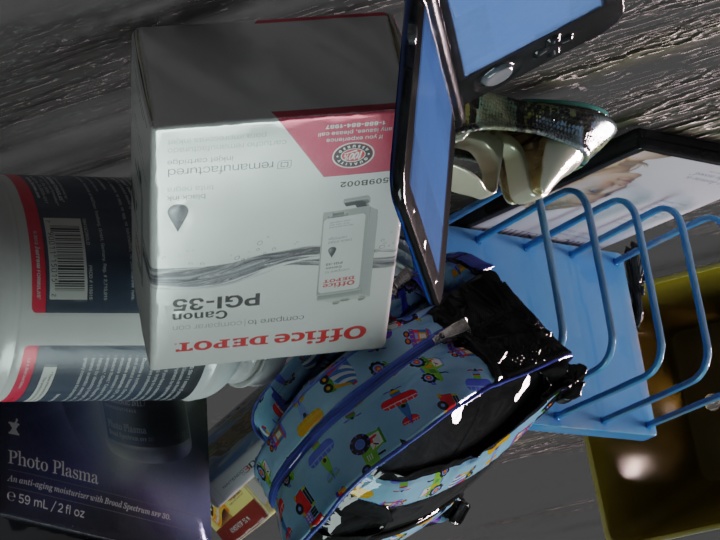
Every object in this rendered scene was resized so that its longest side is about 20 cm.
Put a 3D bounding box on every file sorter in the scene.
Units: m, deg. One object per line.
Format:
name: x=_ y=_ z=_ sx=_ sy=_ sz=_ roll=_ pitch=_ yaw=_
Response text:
file sorter: x=0.153 y=0.025 z=1.621 sx=0.199 sy=0.139 sz=0.123 roll=8 pitch=154 yaw=-39

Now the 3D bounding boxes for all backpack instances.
backpack: x=0.011 y=0.093 z=1.474 sx=0.200 sy=0.135 sz=0.183 roll=-24 pitch=159 yaw=-50

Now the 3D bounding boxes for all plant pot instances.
plant pot: x=0.298 y=0.101 z=1.929 sx=0.199 sy=0.201 sz=0.176 roll=-15 pitch=172 yaw=25

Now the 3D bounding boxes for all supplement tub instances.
supplement tub: x=-0.153 y=0.012 z=1.495 sx=0.199 sy=0.141 sz=0.140 roll=1 pitch=161 yaw=-25

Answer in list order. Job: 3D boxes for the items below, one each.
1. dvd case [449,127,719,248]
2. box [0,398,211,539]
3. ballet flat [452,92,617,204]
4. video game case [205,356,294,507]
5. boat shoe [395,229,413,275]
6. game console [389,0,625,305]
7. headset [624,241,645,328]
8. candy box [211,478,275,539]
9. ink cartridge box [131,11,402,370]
dvd case: x=0.166 y=-0.049 z=1.647 sx=0.142 sy=0.018 sz=0.200 roll=7 pitch=159 yaw=-41
box: x=-0.211 y=0.103 z=1.643 sx=0.123 sy=0.199 sz=0.200 roll=-22 pitch=151 yaw=37
ballet flat: x=0.081 y=-0.073 z=1.447 sx=0.199 sy=0.075 sz=0.074 roll=7 pitch=158 yaw=-40
video game case: x=-0.059 y=0.101 z=1.780 sx=0.182 sy=0.022 sz=0.200 roll=-41 pitch=-172 yaw=-9
boat shoe: x=0.000 y=0.000 z=1.654 sx=0.072 sy=0.066 sz=0.200 roll=-16 pitch=161 yaw=27
game console: x=0.078 y=-0.092 z=1.215 sx=0.170 sy=0.119 sz=0.200 roll=-27 pitch=162 yaw=-1
headset: x=0.114 y=0.018 z=1.799 sx=0.199 sy=0.094 sz=0.123 roll=4 pitch=171 yaw=16
candy box: x=-0.035 y=0.126 z=1.897 sx=0.200 sy=0.055 sz=0.115 roll=-40 pitch=178 yaw=-26
ink cartridge box: x=-0.052 y=-0.042 z=1.343 sx=0.146 sy=0.083 sz=0.200 roll=-5 pitch=138 yaw=-10
